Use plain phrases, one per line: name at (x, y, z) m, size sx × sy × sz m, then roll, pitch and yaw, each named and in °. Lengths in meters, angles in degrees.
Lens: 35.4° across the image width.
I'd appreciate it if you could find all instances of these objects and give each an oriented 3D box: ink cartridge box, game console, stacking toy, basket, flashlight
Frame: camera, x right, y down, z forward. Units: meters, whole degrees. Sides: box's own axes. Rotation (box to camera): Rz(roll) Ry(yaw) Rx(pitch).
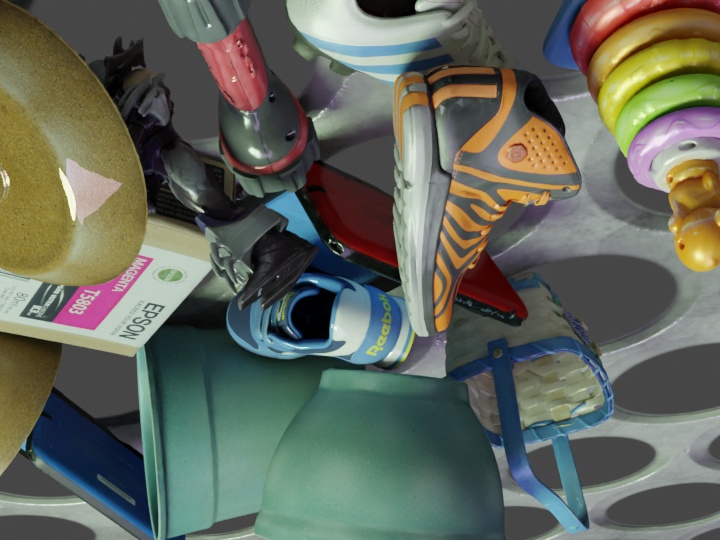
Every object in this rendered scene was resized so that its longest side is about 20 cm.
ink cartridge box at (-0.208, -0.020, 0.848) m, size 0.164 × 0.076 × 0.200 m, roll 15°, pitch 144°, yaw -27°
game console at (-0.288, 0.222, 1.157) m, size 0.118 × 0.171 × 0.200 m, roll -42°, pitch 116°, yaw 12°
game console at (0.000, 0.000, 0.872) m, size 0.199 × 0.173 × 0.119 m, roll 21°, pitch 115°, yaw -36°
stacking toy at (0.185, -0.088, 0.654) m, size 0.109 × 0.201 × 0.116 m, roll 5°, pitch 148°, yaw -15°
basket at (0.150, 0.115, 0.991) m, size 0.138 × 0.201 × 0.176 m, roll -16°, pitch 147°, yaw 19°
flashlight at (-0.075, -0.120, 0.693) m, size 0.067 × 0.068 × 0.200 m, roll 24°, pitch 162°, yaw 20°

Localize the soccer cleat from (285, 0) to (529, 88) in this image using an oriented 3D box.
soccer cleat at (0.051, -0.138, 0.683) m, size 0.199 × 0.070 × 0.086 m, roll 17°, pitch 142°, yaw -32°

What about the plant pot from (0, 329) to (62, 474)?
plant pot at (-0.378, 0.072, 0.904) m, size 0.186 × 0.187 × 0.200 m, roll -28°, pitch 130°, yaw 35°

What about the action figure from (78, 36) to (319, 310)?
action figure at (-0.115, -0.064, 0.707) m, size 0.069 × 0.200 × 0.130 m, roll -43°, pitch 171°, yaw -11°

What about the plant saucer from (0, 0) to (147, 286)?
plant saucer at (-0.219, -0.067, 0.686) m, size 0.199 × 0.035 × 0.201 m, roll 18°, pitch 130°, yaw 23°

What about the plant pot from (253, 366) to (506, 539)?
plant pot at (0.022, 0.149, 0.893) m, size 0.199 × 0.135 × 0.200 m, roll 6°, pitch 171°, yaw 1°

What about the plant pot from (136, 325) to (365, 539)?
plant pot at (-0.098, 0.135, 1.028) m, size 0.195 × 0.201 × 0.201 m, roll -5°, pitch 151°, yaw -15°

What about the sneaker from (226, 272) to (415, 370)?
sneaker at (-0.049, 0.033, 0.901) m, size 0.199 × 0.075 × 0.082 m, roll 0°, pitch 168°, yaw 45°

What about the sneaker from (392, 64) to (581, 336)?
sneaker at (0.078, -0.036, 0.697) m, size 0.111 × 0.078 × 0.201 m, roll -5°, pitch 137°, yaw -4°
